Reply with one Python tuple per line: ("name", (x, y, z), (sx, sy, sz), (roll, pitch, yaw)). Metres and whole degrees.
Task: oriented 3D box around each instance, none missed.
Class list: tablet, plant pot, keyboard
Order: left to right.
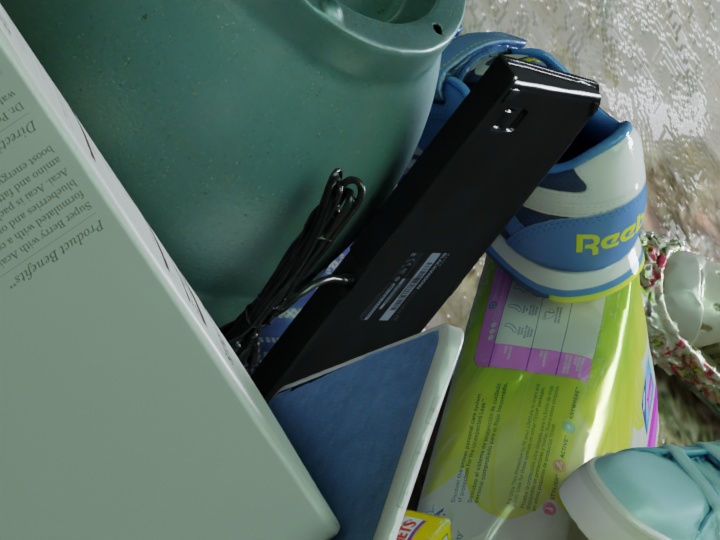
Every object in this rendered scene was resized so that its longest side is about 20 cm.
("plant pot", (-0.046, -0.096, 0.840), (0.200, 0.134, 0.201), (28, 43, -31))
("tablet", (-0.028, 0.116, 0.727), (0.014, 0.130, 0.200), (28, 65, -20))
("keyboard", (0.000, 0.000, 0.837), (0.021, 0.200, 0.127), (48, 24, 25))

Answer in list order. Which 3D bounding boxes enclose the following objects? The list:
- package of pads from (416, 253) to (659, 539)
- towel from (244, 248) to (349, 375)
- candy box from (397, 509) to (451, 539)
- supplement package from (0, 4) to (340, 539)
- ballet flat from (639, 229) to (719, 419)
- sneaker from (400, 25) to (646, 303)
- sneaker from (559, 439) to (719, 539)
("package of pads", (0.079, 0.092, 0.963), (0.155, 0.068, 0.200), (74, 27, -50))
("towel", (-0.038, 0.044, 0.924), (0.145, 0.024, 0.201), (2, 76, -48))
("candy box", (0.009, 0.199, 0.851), (0.102, 0.026, 0.200), (-48, 140, -49))
("supplement package", (-0.116, 0.020, 0.715), (0.200, 0.121, 0.120), (58, -3, -22))
("ballet flat", (0.187, 0.030, 1.162), (0.200, 0.064, 0.076), (36, 52, -36))
("sneaker", (0.042, -0.071, 0.944), (0.074, 0.200, 0.082), (-40, 152, -32))
("sneaker", (0.164, 0.081, 0.887), (0.200, 0.082, 0.074), (8, 29, -42))
